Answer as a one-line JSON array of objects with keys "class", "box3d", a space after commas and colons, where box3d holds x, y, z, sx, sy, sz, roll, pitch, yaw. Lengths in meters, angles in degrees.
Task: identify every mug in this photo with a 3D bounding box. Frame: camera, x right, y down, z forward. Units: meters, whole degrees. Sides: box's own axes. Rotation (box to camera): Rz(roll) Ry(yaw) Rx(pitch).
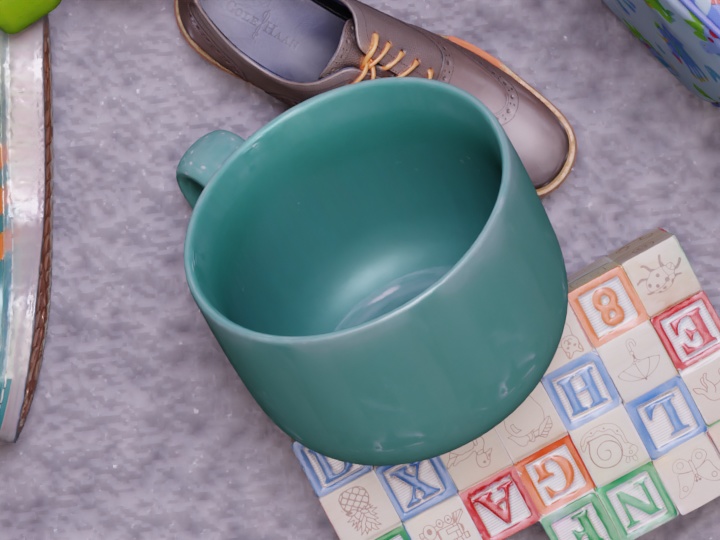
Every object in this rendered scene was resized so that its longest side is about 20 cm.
[{"class": "mug", "box3d": [0.010, -0.001, 1.235, 0.152, 0.185, 0.114, -24, 131, 7]}]

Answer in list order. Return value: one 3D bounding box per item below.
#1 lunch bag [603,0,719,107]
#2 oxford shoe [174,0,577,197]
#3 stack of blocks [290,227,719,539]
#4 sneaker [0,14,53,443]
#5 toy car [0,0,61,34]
[{"class": "lunch bag", "box3d": [0.136, -0.149, 1.212, 0.082, 0.200, 0.161, -45, 94, 1]}, {"class": "oxford shoe", "box3d": [0.006, -0.084, 1.276, 0.200, 0.073, 0.071, 23, 92, -4]}, {"class": "stack of blocks", "box3d": [0.081, 0.079, 1.299, 0.200, 0.059, 0.115, -28, 95, 0]}, {"class": "sneaker", "box3d": [-0.182, -0.022, 1.280, 0.080, 0.071, 0.200, 1, 86, -1]}, {"class": "toy car", "box3d": [-0.134, -0.220, 1.184, 0.164, 0.200, 0.158, -34, 72, -2]}]
